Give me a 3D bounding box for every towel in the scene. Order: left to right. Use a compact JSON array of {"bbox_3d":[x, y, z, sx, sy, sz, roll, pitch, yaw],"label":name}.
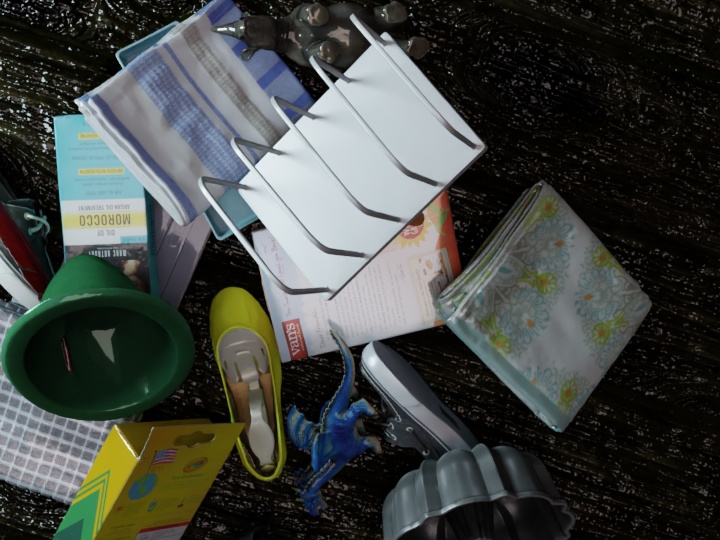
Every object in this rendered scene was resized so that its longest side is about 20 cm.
[{"bbox_3d":[-0.316,0.129,0.947,0.197,0.086,0.168,21,97,-7],"label":"towel"},{"bbox_3d":[-0.145,-0.154,0.890,0.147,0.024,0.200,49,60,-10],"label":"towel"},{"bbox_3d":[0.187,0.037,0.955,0.200,0.048,0.172,44,81,-21],"label":"towel"}]

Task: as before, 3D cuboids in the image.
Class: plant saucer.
[{"bbox_3d":[-0.154,-0.132,0.914,0.069,0.019,0.202,-29,91,-11],"label":"plant saucer"}]

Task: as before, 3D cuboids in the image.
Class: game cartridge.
[{"bbox_3d":[-0.207,-0.060,0.949,0.128,0.038,0.203,25,97,-4],"label":"game cartridge"}]

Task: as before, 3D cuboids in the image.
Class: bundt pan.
[{"bbox_3d":[0.110,0.244,0.967,0.198,0.077,0.204,-8,139,-7],"label":"bundt pan"}]

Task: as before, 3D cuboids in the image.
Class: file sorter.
[{"bbox_3d":[-0.019,-0.091,0.811,0.200,0.124,0.139,-43,78,14],"label":"file sorter"}]

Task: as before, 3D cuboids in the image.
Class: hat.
[{"bbox_3d":[-0.250,0.010,0.884,0.163,0.178,0.202,-18,138,-2],"label":"hat"}]

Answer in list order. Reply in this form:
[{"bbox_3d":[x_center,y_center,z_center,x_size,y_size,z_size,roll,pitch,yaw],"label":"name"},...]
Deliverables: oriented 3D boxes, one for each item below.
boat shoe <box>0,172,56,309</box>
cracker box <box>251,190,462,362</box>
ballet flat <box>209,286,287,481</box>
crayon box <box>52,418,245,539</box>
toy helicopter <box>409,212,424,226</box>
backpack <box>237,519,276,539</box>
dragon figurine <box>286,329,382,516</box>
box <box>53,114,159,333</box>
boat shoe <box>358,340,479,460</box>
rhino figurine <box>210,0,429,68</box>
[{"bbox_3d":[-0.335,-0.040,0.915,0.063,0.071,0.201,-38,90,0],"label":"boat shoe"},{"bbox_3d":[0.000,0.000,0.960,0.196,0.058,0.136,-13,102,-3],"label":"cracker box"},{"bbox_3d":[-0.109,0.118,0.969,0.066,0.067,0.204,-11,100,-4],"label":"ballet flat"},{"bbox_3d":[-0.208,0.214,0.935,0.051,0.126,0.202,42,109,32],"label":"crayon box"},{"bbox_3d":[-0.004,-0.091,0.919,0.197,0.134,0.079,-14,134,16],"label":"toy helicopter"},{"bbox_3d":[-0.129,0.388,0.953,0.199,0.191,0.155,-35,117,3],"label":"backpack"},{"bbox_3d":[-0.035,0.162,0.957,0.098,0.059,0.202,-24,134,-20],"label":"dragon figurine"},{"bbox_3d":[-0.239,-0.045,0.909,0.081,0.049,0.204,-2,100,-3],"label":"box"},{"bbox_3d":[0.053,0.154,0.976,0.066,0.070,0.200,-37,122,11],"label":"boat shoe"},{"bbox_3d":[-0.041,-0.219,0.893,0.196,0.087,0.061,-3,101,-14],"label":"rhino figurine"}]
